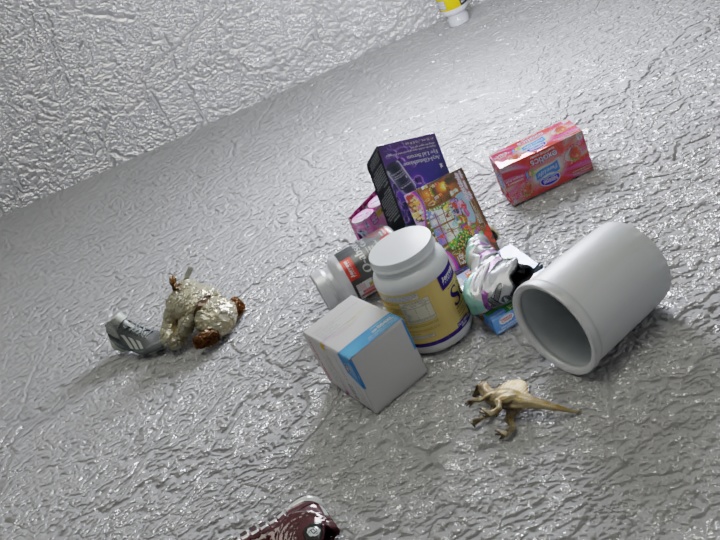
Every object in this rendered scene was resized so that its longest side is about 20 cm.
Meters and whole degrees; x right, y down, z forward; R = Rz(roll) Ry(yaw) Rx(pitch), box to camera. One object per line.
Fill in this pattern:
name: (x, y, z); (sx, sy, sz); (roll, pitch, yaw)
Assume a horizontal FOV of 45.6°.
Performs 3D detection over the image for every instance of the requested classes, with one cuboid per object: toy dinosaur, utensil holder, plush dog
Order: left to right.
plush dog: (-0.362, 0.093, 1.984); (0.171, 0.161, 0.200); (22, 50, 21)
toy dinosaur: (0.231, 0.205, 1.327); (0.199, 0.058, 0.101); (7, 41, 48)
utensil holder: (0.373, 0.039, 1.371); (0.199, 0.171, 0.170); (-36, 28, -21)

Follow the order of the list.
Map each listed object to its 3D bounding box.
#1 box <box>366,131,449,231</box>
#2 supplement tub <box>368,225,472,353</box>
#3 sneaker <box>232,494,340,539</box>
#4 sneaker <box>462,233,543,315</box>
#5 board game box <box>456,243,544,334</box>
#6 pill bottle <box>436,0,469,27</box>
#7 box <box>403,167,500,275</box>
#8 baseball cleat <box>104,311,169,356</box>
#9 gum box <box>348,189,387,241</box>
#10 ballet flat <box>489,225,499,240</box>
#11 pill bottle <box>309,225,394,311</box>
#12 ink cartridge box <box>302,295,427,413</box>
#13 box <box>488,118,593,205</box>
box: (0.119, -0.184, 1.898); (0.147, 0.201, 0.104); (-16, -13, -18)
supplement tub: (0.109, 0.035, 1.575); (0.144, 0.201, 0.146); (-21, 28, 11)
sneaker: (-0.116, 0.418, 1.251); (0.199, 0.076, 0.115); (-36, 31, -18)
sneaker: (0.266, -0.004, 1.572); (0.139, 0.078, 0.201); (-14, 40, 22)
board game box: (0.272, 0.031, 1.617); (0.151, 0.037, 0.200); (-31, 26, -6)
pill bottle: (0.339, -1.027, 3.221); (0.111, 0.201, 0.112); (-21, 28, 12)
box: (0.189, -0.095, 1.766); (0.136, 0.039, 0.201); (-26, 70, 9)
baseball cleat: (-0.546, 0.152, 2.062); (0.199, 0.107, 0.070); (-6, 29, 32)
gum box: (0.062, -0.125, 1.991); (0.066, 0.114, 0.200); (1, 39, 43)
ballet flat: (0.207, -0.076, 1.832); (0.199, 0.067, 0.057); (-3, 25, 37)
pill bottle: (0.000, 0.000, 1.828); (0.199, 0.116, 0.116); (-30, 27, -6)
ink cartridge box: (0.000, 0.144, 1.563); (0.125, 0.129, 0.200); (-36, 29, -19)
box: (0.401, -0.241, 1.906); (0.199, 0.103, 0.095); (-24, 27, 3)
